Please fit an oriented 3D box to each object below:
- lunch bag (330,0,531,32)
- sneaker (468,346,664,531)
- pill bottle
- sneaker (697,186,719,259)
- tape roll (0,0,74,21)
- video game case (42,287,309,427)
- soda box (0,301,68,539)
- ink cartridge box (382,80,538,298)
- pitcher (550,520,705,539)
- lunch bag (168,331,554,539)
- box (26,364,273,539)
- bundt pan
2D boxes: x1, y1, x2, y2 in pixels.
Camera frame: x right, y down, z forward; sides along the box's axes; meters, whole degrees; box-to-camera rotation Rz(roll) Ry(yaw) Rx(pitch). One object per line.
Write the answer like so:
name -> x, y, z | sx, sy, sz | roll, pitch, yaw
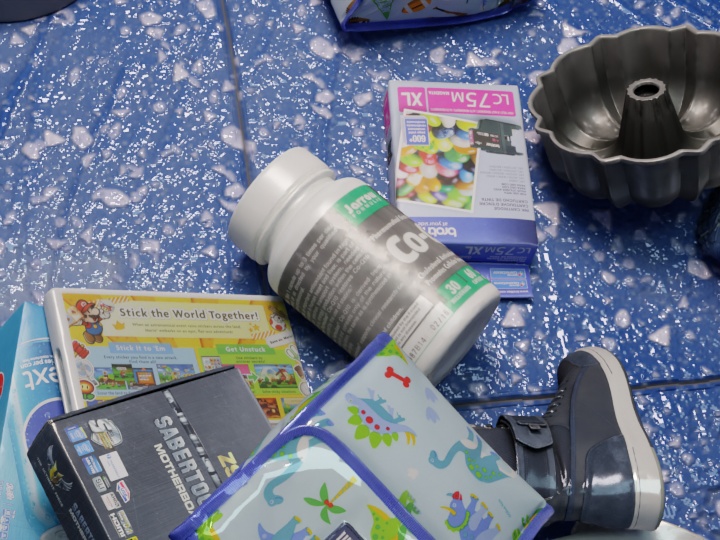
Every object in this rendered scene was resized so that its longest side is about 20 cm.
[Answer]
lunch bag -> 0.060, -0.318, 1.284 | 0.200, 0.124, 0.170 | -6, 61, -28
sneaker -> 0.129, 0.118, 1.038 | 0.146, 0.077, 0.202 | -1, 25, -3
pill bottle -> 0.000, 0.000, 1.096 | 0.200, 0.113, 0.113 | 39, 62, 12
sneaker -> 0.367, -0.078, 1.223 | 0.085, 0.077, 0.200 | 35, 63, 3
tape roll -> -0.323, -0.321, 1.253 | 0.200, 0.066, 0.201 | 4, 61, -7
video game case -> -0.123, 0.098, 1.030 | 0.200, 0.023, 0.182 | 3, 57, -35
soda box -> -0.237, 0.130, 1.002 | 0.064, 0.068, 0.200 | 18, 57, -28
ink cartridge box -> 0.085, -0.071, 1.193 | 0.119, 0.042, 0.200 | 1, 62, -8
pitcher -> 0.130, 0.230, 0.998 | 0.200, 0.121, 0.171 | -31, 49, -34
lunch bag -> -0.002, 0.166, 0.888 | 0.170, 0.127, 0.200 | 47, 51, 2
box -> -0.105, 0.171, 0.928 | 0.158, 0.051, 0.200 | -13, 65, -42
bundt pan -> 0.247, -0.124, 1.196 | 0.202, 0.076, 0.202 | -9, 39, 8
